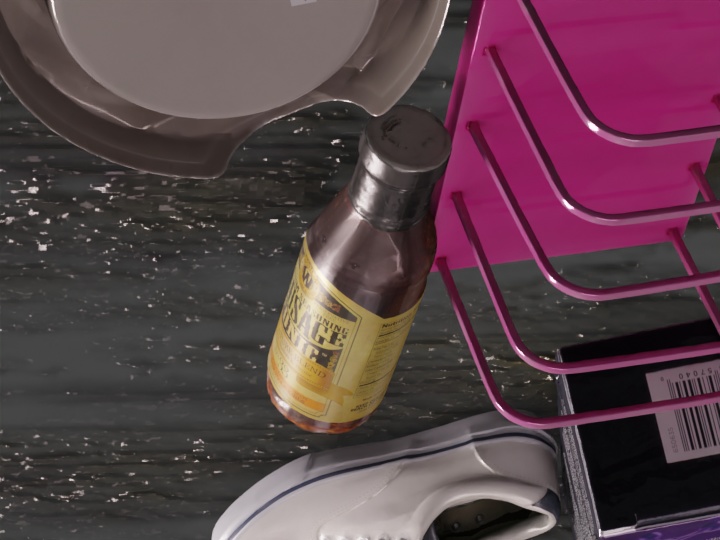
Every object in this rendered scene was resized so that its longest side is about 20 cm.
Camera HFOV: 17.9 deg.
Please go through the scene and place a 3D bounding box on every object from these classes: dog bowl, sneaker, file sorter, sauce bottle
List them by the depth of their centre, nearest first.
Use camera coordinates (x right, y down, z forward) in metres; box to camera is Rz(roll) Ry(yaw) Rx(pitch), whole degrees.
[{"bbox_3d":[-0.063,-0.133,0.983,0.200,0.059,0.200,-5,134,-5],"label":"dog bowl"},{"bbox_3d":[0.123,-0.038,1.028,0.139,0.126,0.200,-8,140,-17],"label":"file sorter"},{"bbox_3d":[0.000,0.000,1.096,0.066,0.066,0.200,3,140,-12],"label":"sauce bottle"},{"bbox_3d":[0.013,0.135,1.235,0.200,0.071,0.073,-21,132,11],"label":"sneaker"}]

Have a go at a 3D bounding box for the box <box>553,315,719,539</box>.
[{"bbox_3d":[0.182,0.110,1.177,0.148,0.104,0.200,-12,152,2],"label":"box"}]
